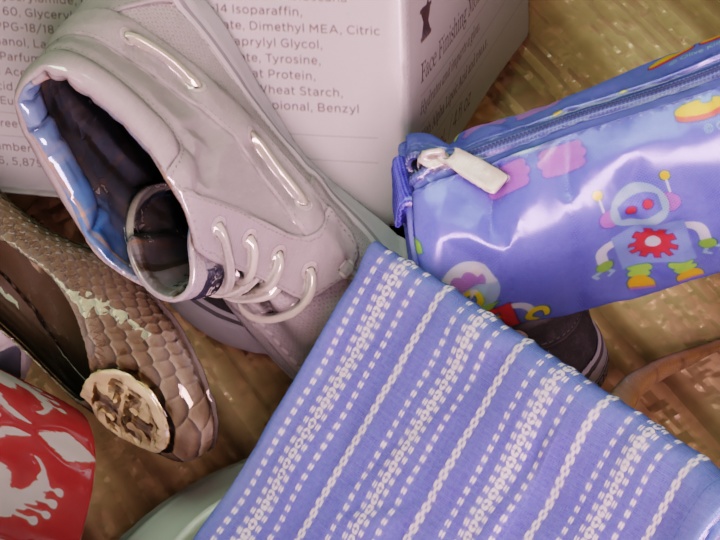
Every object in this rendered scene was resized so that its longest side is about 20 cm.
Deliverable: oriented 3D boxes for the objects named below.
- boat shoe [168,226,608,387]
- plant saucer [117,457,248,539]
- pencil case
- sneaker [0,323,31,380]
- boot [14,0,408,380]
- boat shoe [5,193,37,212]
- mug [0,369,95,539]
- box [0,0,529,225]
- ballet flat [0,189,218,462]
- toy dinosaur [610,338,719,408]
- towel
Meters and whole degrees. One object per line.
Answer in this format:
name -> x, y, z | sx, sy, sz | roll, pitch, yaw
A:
boat shoe -> 0.000, 0.000, 1.076 | 0.199, 0.066, 0.070 | 22, 57, 31
plant saucer -> -0.019, 0.125, 0.977 | 0.199, 0.050, 0.201 | -8, 47, 9
pencil case -> 0.103, -0.036, 0.969 | 0.199, 0.087, 0.078 | -17, 54, 12
sneaker -> -0.235, 0.029, 1.067 | 0.130, 0.198, 0.079 | -58, 11, 0
boot -> -0.046, -0.005, 0.990 | 0.073, 0.200, 0.096 | -33, 11, 32
boat shoe -> -0.148, -0.057, 1.178 | 0.076, 0.072, 0.201 | 0, 48, -5
mug -> -0.212, 0.063, 0.987 | 0.177, 0.199, 0.134 | -25, 46, 54
box -> -0.050, -0.122, 1.107 | 0.199, 0.132, 0.199 | 5, 27, 15
ballet flat -> -0.127, 0.001, 1.019 | 0.046, 0.068, 0.200 | -30, 65, -37
toy dinosaur -> 0.080, 0.084, 0.975 | 0.060, 0.106, 0.201 | -21, 46, 28
towel -> 0.023, 0.088, 0.883 | 0.200, 0.024, 0.145 | 34, 94, 48
